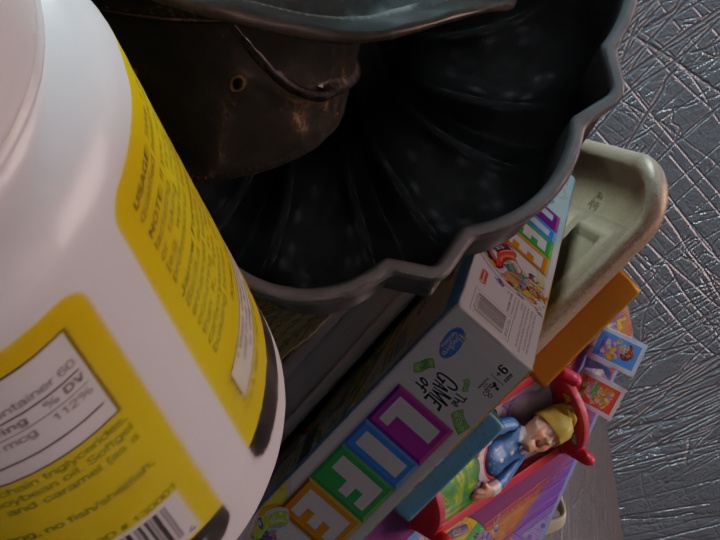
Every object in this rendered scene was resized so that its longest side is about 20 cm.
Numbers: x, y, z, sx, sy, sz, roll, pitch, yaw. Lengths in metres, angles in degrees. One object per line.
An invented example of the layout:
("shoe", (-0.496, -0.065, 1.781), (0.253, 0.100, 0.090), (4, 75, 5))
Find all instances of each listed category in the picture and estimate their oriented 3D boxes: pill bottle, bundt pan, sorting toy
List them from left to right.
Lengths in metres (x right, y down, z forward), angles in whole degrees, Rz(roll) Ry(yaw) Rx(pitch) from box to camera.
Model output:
("pill bottle", (-0.093, -0.004, 0.468), (0.200, 0.113, 0.115), (67, 19, -58))
("bundt pan", (-0.014, -0.077, 0.656), (0.076, 0.200, 0.204), (83, 4, -73))
("sorting toy", (0.050, 0.035, 0.855), (0.036, 0.200, 0.185), (40, 3, -6))

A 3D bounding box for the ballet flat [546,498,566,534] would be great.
("ballet flat", (0.083, 0.152, 1.143), (0.071, 0.070, 0.201), (70, 12, -51))

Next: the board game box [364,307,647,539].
("board game box", (0.068, 0.078, 0.989), (0.157, 0.039, 0.201), (22, 93, -42))

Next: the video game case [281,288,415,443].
("video game case", (0.000, 0.000, 0.814), (0.024, 0.182, 0.200), (41, 11, -6))

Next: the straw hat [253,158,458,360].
("straw hat", (-0.044, -0.024, 0.764), (0.085, 0.201, 0.201), (41, 20, -7))

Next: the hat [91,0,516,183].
("hat", (-0.059, -0.071, 0.561), (0.201, 0.199, 0.081), (-73, 178, -65))

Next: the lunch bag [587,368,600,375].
("lunch bag", (0.047, -0.010, 1.118), (0.133, 0.135, 0.200), (60, 17, -22))

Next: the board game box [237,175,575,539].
("board game box", (0.017, 0.032, 0.773), (0.034, 0.135, 0.200), (41, 22, -6))
